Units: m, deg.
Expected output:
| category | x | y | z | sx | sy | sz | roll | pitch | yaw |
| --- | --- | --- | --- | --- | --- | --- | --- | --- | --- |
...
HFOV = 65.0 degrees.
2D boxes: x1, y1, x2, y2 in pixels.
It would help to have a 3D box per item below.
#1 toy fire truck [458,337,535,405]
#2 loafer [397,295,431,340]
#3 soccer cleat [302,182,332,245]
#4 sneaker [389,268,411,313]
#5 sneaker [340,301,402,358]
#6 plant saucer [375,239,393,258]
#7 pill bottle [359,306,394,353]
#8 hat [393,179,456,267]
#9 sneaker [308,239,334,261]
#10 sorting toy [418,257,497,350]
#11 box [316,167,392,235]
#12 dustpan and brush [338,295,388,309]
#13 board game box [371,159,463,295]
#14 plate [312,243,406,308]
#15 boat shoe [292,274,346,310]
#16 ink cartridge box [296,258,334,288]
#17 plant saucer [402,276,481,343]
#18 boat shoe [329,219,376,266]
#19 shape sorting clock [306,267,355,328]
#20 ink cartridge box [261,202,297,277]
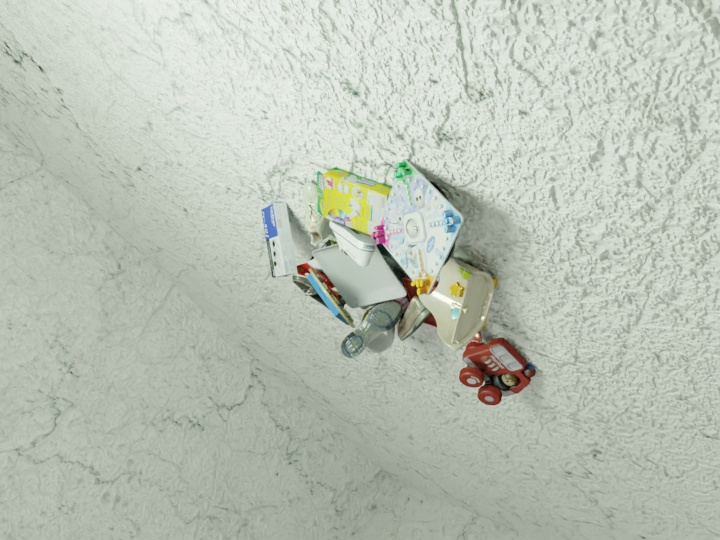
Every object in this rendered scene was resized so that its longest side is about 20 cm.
| category | x | y | z | sx | sy | sz | roll | pitch | yaw |
| --- | --- | --- | --- | --- | --- | --- | --- | --- | --- |
| toy fire truck | 0.371 | 0.266 | 1.512 | 0.200 | 0.113 | 0.167 | 43 | 136 | -20 |
| loafer | 0.139 | 0.127 | 1.529 | 0.063 | 0.072 | 0.200 | 49 | 151 | 11 |
| soccer cleat | -0.114 | -0.142 | 1.448 | 0.069 | 0.078 | 0.201 | 25 | 153 | 23 |
| sneaker | 0.120 | 0.063 | 1.543 | 0.081 | 0.071 | 0.201 | 2 | 144 | 4 |
| sneaker | 0.028 | 0.152 | 1.519 | 0.075 | 0.199 | 0.087 | 52 | 180 | 2 |
| plant saucer | 0.058 | -0.091 | 1.363 | 0.199 | 0.036 | 0.200 | 29 | 155 | 15 |
| pill bottle | 0.051 | 0.165 | 1.659 | 0.104 | 0.105 | 0.200 | 37 | -170 | -2 |
| hat | 0.148 | -0.099 | 1.159 | 0.200 | 0.080 | 0.203 | 25 | 122 | 50 |
| sneaker | -0.103 | -0.022 | 1.656 | 0.081 | 0.074 | 0.200 | 38 | 157 | -11 |
| sorting toy | 0.210 | 0.046 | 1.317 | 0.180 | 0.106 | 0.202 | 34 | 124 | 39 |
| box | -0.015 | -0.156 | 1.287 | 0.199 | 0.048 | 0.118 | 23 | 129 | 25 |
| dustpan and brush | 0.033 | 0.063 | 1.557 | 0.138 | 0.058 | 0.200 | 13 | 142 | -18 |
| board game box | 0.104 | -0.085 | 1.133 | 0.200 | 0.026 | 0.201 | 52 | 139 | 33 |
| plate | 0.000 | 0.000 | 1.454 | 0.198 | 0.032 | 0.201 | -16 | 117 | 39 |
| boat shoe | -0.119 | 0.070 | 1.645 | 0.199 | 0.057 | 0.067 | 29 | 159 | -35 |
| ink cartridge box | -0.083 | 0.021 | 1.610 | 0.199 | 0.050 | 0.161 | -18 | 142 | 33 |
| plant saucer | 0.220 | 0.093 | 1.472 | 0.199 | 0.037 | 0.200 | 19 | 150 | 34 |
| boat shoe | -0.027 | -0.068 | 1.319 | 0.073 | 0.066 | 0.200 | 6 | -160 | -23 |
| shape sorting clock | -0.074 | 0.073 | 1.521 | 0.200 | 0.039 | 0.200 | 52 | -178 | -2 |
| ink cartridge box | -0.232 | -0.085 | 1.606 | 0.094 | 0.044 | 0.202 | -11 | 88 | 58 |
